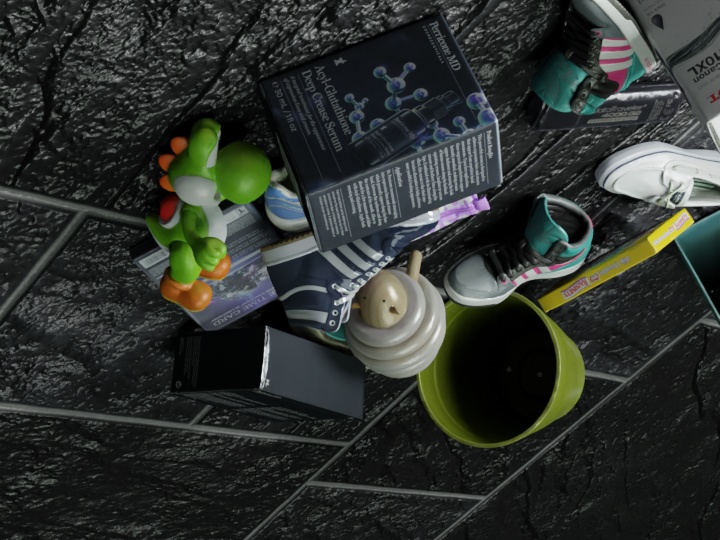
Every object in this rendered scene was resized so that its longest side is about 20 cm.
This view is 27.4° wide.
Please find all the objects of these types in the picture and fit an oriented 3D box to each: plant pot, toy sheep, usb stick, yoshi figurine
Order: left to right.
[{"bbox_3d":[-0.142,-0.057,1.491,0.111,0.113,0.201,-15,136,-30],"label":"yoshi figurine"},{"bbox_3d":[0.042,0.059,1.754,0.137,0.139,0.200,-27,146,4],"label":"toy sheep"},{"bbox_3d":[0.203,0.131,1.944,0.200,0.202,0.192,-37,158,20],"label":"plant pot"},{"bbox_3d":[0.274,-0.185,1.657,0.198,0.033,0.056,-6,137,-26],"label":"usb stick"},{"bbox_3d":[0.528,0.012,2.022,0.140,0.142,0.200,-27,155,5],"label":"plant pot"}]

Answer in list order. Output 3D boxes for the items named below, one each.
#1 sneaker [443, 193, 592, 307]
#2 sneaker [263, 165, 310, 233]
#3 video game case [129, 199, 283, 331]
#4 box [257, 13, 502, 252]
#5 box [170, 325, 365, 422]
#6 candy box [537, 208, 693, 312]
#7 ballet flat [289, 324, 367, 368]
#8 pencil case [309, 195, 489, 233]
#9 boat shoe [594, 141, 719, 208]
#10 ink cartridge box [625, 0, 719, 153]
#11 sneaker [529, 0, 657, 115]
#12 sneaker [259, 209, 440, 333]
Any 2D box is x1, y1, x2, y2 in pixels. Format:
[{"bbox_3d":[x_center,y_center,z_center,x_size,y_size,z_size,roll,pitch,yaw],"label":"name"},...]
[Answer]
[{"bbox_3d":[0.198,-0.028,1.768,0.198,0.084,0.121,-20,154,-22],"label":"sneaker"},{"bbox_3d":[-0.010,-0.103,1.544,0.198,0.076,0.077,-26,153,-1],"label":"sneaker"},{"bbox_3d":[-0.151,-0.006,1.647,0.142,0.019,0.200,-28,149,6],"label":"video game case"},{"bbox_3d":[0.021,-0.134,1.451,0.198,0.149,0.107,-21,149,-5],"label":"box"},{"bbox_3d":[-0.106,0.126,1.756,0.140,0.080,0.199,-3,164,35],"label":"box"},{"bbox_3d":[0.318,-0.011,1.854,0.200,0.027,0.102,-33,-178,46],"label":"candy box"},{"bbox_3d":[-0.020,0.081,1.830,0.069,0.070,0.200,-36,144,18],"label":"ballet flat"},{"bbox_3d":[0.036,-0.059,1.630,0.199,0.086,0.084,-29,135,4],"label":"pencil case"},{"bbox_3d":[0.380,-0.111,1.801,0.198,0.067,0.074,-6,143,-27],"label":"boat shoe"},{"bbox_3d":[0.374,-0.237,1.488,0.144,0.201,0.084,-32,147,12],"label":"ink cartridge box"},{"bbox_3d":[0.223,-0.227,1.521,0.121,0.084,0.200,-41,147,8],"label":"sneaker"},{"bbox_3d":[0.000,0.000,1.562,0.198,0.110,0.070,-15,-176,15],"label":"sneaker"}]
